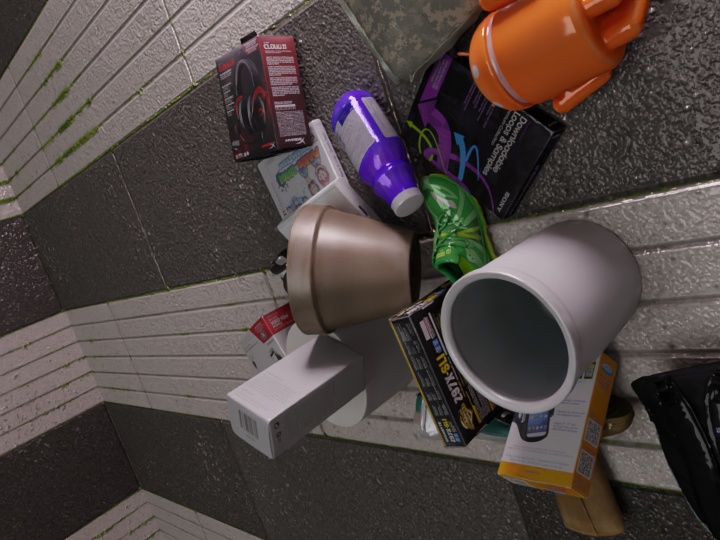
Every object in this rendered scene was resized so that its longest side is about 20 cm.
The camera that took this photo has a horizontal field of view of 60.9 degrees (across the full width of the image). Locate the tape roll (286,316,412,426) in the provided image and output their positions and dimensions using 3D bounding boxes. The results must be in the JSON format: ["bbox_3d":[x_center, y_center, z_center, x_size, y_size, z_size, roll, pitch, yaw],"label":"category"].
[{"bbox_3d":[-0.017,0.153,1.090,0.201,0.138,0.205,25,128,36],"label":"tape roll"}]

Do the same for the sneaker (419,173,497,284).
[{"bbox_3d":[0.137,-0.044,0.862,0.074,0.083,0.202,-25,91,50],"label":"sneaker"}]

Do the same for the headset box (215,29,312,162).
[{"bbox_3d":[-0.168,-0.297,1.040,0.148,0.074,0.203,0,102,49],"label":"headset box"}]

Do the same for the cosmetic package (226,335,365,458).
[{"bbox_3d":[-0.092,0.183,0.924,0.101,0.199,0.075,20,124,39],"label":"cosmetic package"}]

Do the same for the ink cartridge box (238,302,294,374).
[{"bbox_3d":[-0.156,0.193,1.302,0.201,0.082,0.147,57,139,8],"label":"ink cartridge box"}]

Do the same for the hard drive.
[{"bbox_3d":[-0.048,-0.069,1.055,0.132,0.026,0.199,46,143,-14],"label":"hard drive"}]

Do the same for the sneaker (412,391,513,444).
[{"bbox_3d":[0.178,0.222,0.971,0.198,0.071,0.081,6,84,28],"label":"sneaker"}]

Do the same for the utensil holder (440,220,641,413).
[{"bbox_3d":[0.221,0.046,0.732,0.169,0.199,0.172,23,125,37],"label":"utensil holder"}]

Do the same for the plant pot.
[{"bbox_3d":[0.000,0.000,0.933,0.171,0.200,0.202,1,115,15],"label":"plant pot"}]

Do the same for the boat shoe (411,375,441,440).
[{"bbox_3d":[0.113,0.160,0.952,0.068,0.072,0.203,-5,80,13],"label":"boat shoe"}]

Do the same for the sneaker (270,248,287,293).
[{"bbox_3d":[-0.086,0.027,1.118,0.115,0.076,0.200,41,177,-27],"label":"sneaker"}]

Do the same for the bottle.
[{"bbox_3d":[0.026,-0.170,0.896,0.201,0.065,0.084,61,146,25],"label":"bottle"}]

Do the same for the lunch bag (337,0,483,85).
[{"bbox_3d":[0.065,-0.352,0.748,0.164,0.117,0.202,-32,81,49],"label":"lunch bag"}]

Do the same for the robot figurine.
[{"bbox_3d":[0.202,-0.245,0.660,0.199,0.143,0.118,-16,78,48],"label":"robot figurine"}]

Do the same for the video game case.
[{"bbox_3d":[-0.095,-0.146,1.100,0.199,0.024,0.184,-21,94,50],"label":"video game case"}]

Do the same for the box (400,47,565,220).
[{"bbox_3d":[0.152,-0.183,0.809,0.200,0.036,0.144,42,136,21],"label":"box"}]

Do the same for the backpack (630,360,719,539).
[{"bbox_3d":[0.416,0.200,0.668,0.163,0.152,0.203,-28,68,48],"label":"backpack"}]

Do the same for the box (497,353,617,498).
[{"bbox_3d":[0.260,0.184,0.800,0.041,0.202,0.119,36,155,-24],"label":"box"}]

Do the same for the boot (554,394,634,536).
[{"bbox_3d":[0.328,0.273,0.852,0.174,0.066,0.202,-12,102,58],"label":"boot"}]

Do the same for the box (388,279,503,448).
[{"bbox_3d":[0.142,0.126,0.890,0.049,0.159,0.202,-19,97,50],"label":"box"}]
